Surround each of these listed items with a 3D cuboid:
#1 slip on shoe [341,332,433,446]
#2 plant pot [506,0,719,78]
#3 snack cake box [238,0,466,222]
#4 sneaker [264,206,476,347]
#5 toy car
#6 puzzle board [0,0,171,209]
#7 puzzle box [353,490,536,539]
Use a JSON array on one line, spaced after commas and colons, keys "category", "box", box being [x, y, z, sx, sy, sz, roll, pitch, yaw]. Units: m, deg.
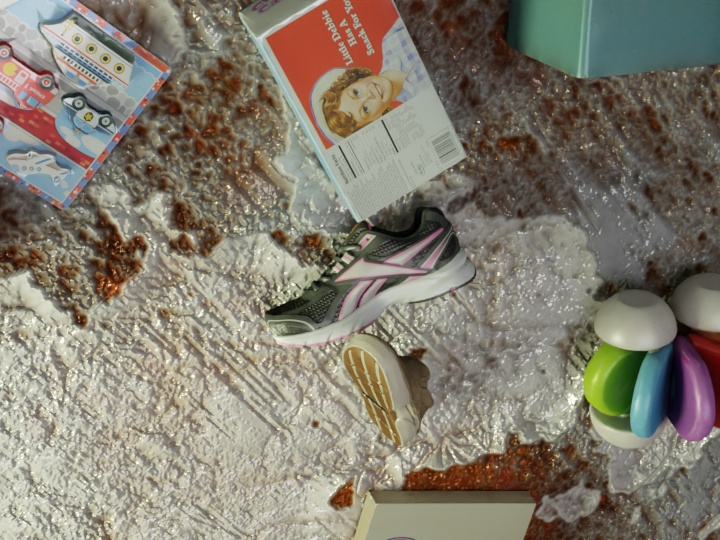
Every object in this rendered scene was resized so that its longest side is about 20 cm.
[{"category": "slip on shoe", "box": [0.035, 0.103, 1.198, 0.061, 0.076, 0.200, -42, 151, -14]}, {"category": "plant pot", "box": [0.214, -0.278, 1.052, 0.141, 0.141, 0.201, -9, 113, -17]}, {"category": "snack cake box", "box": [-0.004, -0.155, 1.070, 0.115, 0.067, 0.200, -30, 124, -2]}, {"category": "sneaker", "box": [0.000, 0.000, 1.166, 0.199, 0.080, 0.087, -24, 103, -9]}, {"category": "toy car", "box": [0.334, 0.111, 1.305, 0.199, 0.150, 0.176, -11, 121, -16]}, {"category": "puzzle board", "box": [-0.269, -0.153, 0.994, 0.200, 0.017, 0.151, 34, 101, -33]}, {"category": "puzzle box", "box": [0.085, 0.300, 1.385, 0.199, 0.025, 0.134, 5, 116, -24]}]
